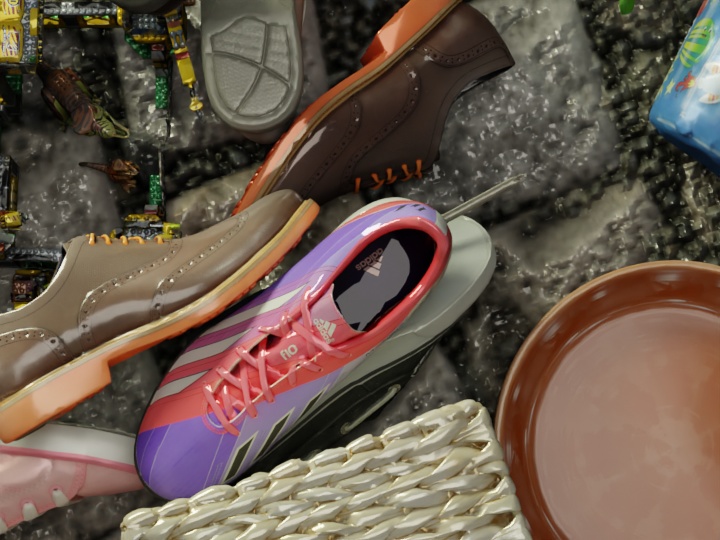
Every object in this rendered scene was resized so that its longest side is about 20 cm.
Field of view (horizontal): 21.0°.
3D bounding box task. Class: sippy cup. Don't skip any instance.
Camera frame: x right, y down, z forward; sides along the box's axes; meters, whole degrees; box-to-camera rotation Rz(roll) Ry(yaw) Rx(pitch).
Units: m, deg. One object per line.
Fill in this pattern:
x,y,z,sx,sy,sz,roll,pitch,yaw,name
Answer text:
0.228,-0.107,1.037,0.139,0.178,0.131,33,94,-41,sippy cup

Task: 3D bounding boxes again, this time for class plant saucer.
0.170,0.096,1.051,0.199,0.032,0.202,0,83,-2,plant saucer

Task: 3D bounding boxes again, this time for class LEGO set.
-0.158,-0.079,1.022,0.153,0.116,0.201,9,82,0,LEGO set

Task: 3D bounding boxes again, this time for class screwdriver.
0.000,0.000,1.015,0.199,0.029,0.028,-26,52,-2,screwdriver

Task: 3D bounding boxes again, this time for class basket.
-0.008,0.175,0.953,0.197,0.200,0.162,-18,81,-4,basket

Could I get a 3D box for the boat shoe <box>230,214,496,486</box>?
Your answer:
-0.009,0.046,1.039,0.200,0.064,0.071,-36,52,0,boat shoe

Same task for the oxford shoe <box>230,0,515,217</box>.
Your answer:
0.003,-0.068,1.051,0.073,0.071,0.200,43,83,-1,oxford shoe

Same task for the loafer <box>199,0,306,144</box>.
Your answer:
-0.059,-0.168,1.070,0.071,0.063,0.201,-1,79,4,loafer

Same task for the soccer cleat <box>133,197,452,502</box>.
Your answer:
-0.034,0.038,0.959,0.200,0.073,0.068,-42,96,-6,soccer cleat

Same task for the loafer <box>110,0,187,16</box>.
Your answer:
-0.117,-0.207,1.031,0.073,0.071,0.201,-35,52,19,loafer

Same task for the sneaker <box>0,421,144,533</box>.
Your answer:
-0.202,0.126,1.018,0.199,0.075,0.105,4,84,2,sneaker

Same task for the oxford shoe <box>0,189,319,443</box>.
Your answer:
-0.111,0.004,0.975,0.199,0.071,0.073,-33,90,-18,oxford shoe
